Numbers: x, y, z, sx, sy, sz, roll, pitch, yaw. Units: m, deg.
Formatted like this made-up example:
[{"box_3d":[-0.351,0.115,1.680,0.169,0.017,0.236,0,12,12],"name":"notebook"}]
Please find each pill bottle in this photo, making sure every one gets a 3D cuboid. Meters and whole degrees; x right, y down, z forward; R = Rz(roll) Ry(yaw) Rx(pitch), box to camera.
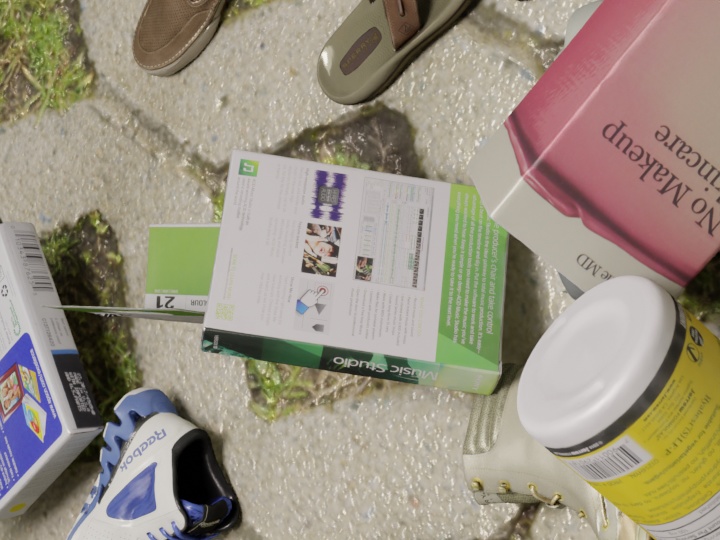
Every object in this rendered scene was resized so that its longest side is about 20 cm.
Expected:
[{"box_3d":[0.193,0.103,1.018,0.111,0.200,0.112,-40,24,22],"name":"pill bottle"}]

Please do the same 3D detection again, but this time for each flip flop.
[{"box_3d":[0.023,-0.201,1.296,0.200,0.057,0.082,-46,53,31],"name":"flip flop"}]

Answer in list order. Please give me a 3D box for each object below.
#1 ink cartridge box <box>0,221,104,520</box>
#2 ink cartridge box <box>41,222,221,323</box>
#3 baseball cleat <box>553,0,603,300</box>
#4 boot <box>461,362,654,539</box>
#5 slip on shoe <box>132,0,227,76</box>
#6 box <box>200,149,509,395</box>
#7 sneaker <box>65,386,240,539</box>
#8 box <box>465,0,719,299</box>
[{"box_3d":[-0.305,0.097,1.492,0.200,0.047,0.199,-44,61,39],"name":"ink cartridge box"},{"box_3d":[-0.108,0.001,1.294,0.147,0.199,0.077,1,86,40],"name":"ink cartridge box"},{"box_3d":[0.170,-0.081,1.150,0.106,0.069,0.202,-4,83,41],"name":"baseball cleat"},{"box_3d":[0.141,0.149,1.148,0.154,0.072,0.202,-12,72,39],"name":"boot"},{"box_3d":[-0.133,-0.242,1.436,0.200,0.060,0.076,-45,59,28],"name":"slip on shoe"},{"box_3d":[0.000,0.000,1.197,0.036,0.198,0.146,101,177,-59],"name":"box"},{"box_3d":[-0.162,0.202,1.397,0.115,0.080,0.201,18,95,43],"name":"sneaker"},{"box_3d":[0.176,-0.085,1.058,0.200,0.127,0.109,-51,15,12],"name":"box"}]
